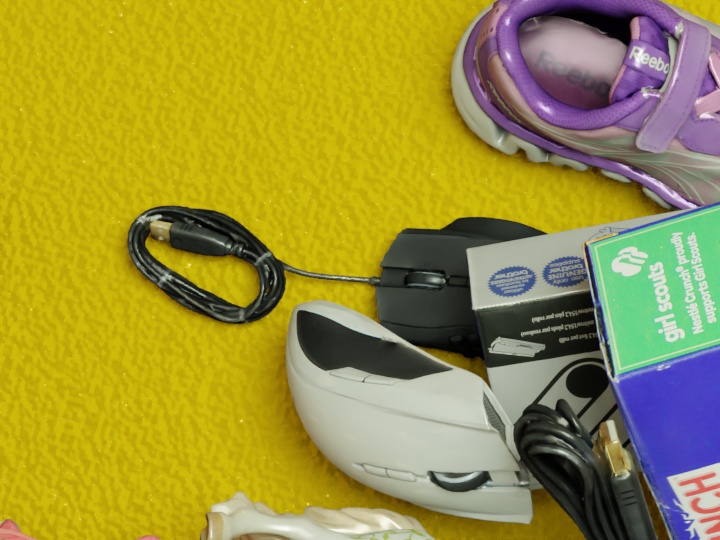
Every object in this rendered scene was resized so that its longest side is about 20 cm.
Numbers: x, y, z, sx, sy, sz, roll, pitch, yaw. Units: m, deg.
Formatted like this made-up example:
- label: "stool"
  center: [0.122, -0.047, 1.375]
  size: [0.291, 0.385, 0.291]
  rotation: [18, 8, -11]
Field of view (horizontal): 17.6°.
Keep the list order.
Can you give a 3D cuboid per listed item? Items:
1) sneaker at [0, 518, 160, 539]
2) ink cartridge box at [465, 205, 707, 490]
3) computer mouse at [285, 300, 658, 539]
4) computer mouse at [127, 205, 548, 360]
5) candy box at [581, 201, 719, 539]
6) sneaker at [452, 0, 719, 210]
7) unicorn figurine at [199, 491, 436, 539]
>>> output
- label: "sneaker"
  center: [-0.160, 0.144, 0.928]
  size: [0.199, 0.074, 0.087]
  rotation: [-1, 64, 3]
- label: "ink cartridge box"
  center: [0.147, 0.022, 0.892]
  size: [0.199, 0.094, 0.044]
  rotation: [-11, 36, 5]
- label: "computer mouse"
  center: [0.031, 0.070, 0.872]
  size: [0.044, 0.110, 0.200]
  rotation: [-43, 40, -21]
- label: "computer mouse"
  center: [0.000, 0.000, 0.947]
  size: [0.199, 0.034, 0.059]
  rotation: [6, 80, 9]
- label: "candy box"
  center: [0.199, 0.043, 0.833]
  size: [0.200, 0.169, 0.077]
  rotation: [-18, 40, 9]
- label: "sneaker"
  center: [0.130, -0.065, 0.910]
  size: [0.200, 0.088, 0.081]
  rotation: [17, 79, 9]
- label: "unicorn figurine"
  center: [0.010, 0.148, 0.831]
  size: [0.137, 0.074, 0.200]
  rotation: [10, 44, -15]
